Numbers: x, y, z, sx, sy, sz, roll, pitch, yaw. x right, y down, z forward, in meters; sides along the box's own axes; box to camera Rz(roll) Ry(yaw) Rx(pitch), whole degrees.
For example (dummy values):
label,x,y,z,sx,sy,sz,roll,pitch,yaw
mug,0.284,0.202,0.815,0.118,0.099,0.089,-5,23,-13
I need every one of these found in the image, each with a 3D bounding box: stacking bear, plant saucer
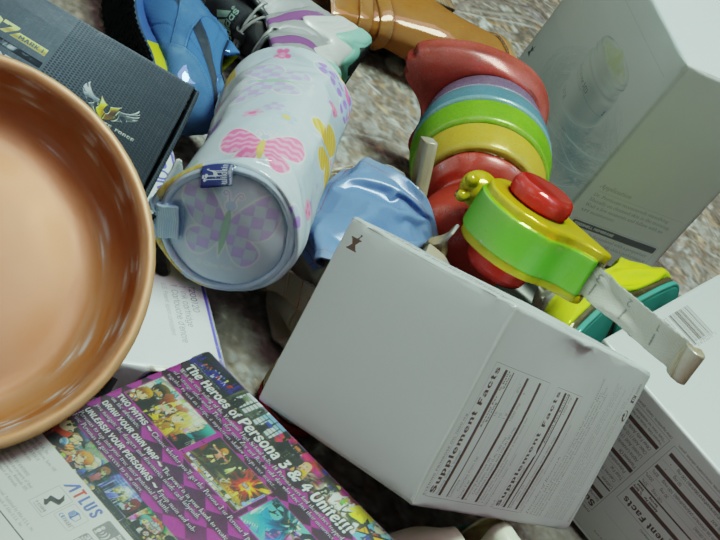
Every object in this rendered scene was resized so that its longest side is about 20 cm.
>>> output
label,x,y,z,sx,sy,sz,roll,pitch,yaw
stacking bear,0.081,-0.064,0.970,0.113,0.122,0.200,1,40,7
plant saucer,-0.198,-0.009,0.634,0.199,0.037,0.201,6,72,-20

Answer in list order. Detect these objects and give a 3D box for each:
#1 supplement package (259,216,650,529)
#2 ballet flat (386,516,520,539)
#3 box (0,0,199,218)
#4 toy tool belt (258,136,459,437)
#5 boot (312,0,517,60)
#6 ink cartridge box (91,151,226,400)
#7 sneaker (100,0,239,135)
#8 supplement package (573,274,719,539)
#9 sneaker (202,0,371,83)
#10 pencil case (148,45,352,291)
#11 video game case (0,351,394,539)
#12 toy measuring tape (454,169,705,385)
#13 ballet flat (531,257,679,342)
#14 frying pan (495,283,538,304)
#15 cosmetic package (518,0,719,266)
label,x,y,z,sx,sy,sz,roll,pitch,yaw
supplement package,0.058,0.063,0.741,0.114,0.110,0.200,30,3,34
ballet flat,0.050,0.167,0.730,0.199,0.070,0.067,2,48,-42
box,-0.202,-0.097,0.745,0.200,0.051,0.158,31,35,-11
toy tool belt,0.000,0.000,0.831,0.125,0.123,0.200,32,35,-9
boot,0.037,-0.200,1.149,0.154,0.074,0.200,8,32,-39
ink cartridge box,-0.186,-0.017,0.749,0.199,0.043,0.199,11,42,-31
sneaker,-0.135,-0.174,0.956,0.078,0.066,0.201,5,51,-30
supplement package,0.226,0.113,0.920,0.156,0.111,0.200,50,35,16
sneaker,-0.080,-0.167,1.006,0.140,0.078,0.200,34,25,-3
pencil case,-0.062,-0.067,0.821,0.090,0.083,0.200,-4,29,13
video game case,-0.080,0.138,0.615,0.181,0.036,0.200,-24,55,-41
toy measuring tape,0.119,-0.002,0.811,0.073,0.074,0.200,0,36,-43
ballet flat,0.162,0.028,0.966,0.067,0.067,0.200,32,27,26
frying pan,0.100,0.045,0.953,0.115,0.031,0.190,35,37,-3
cosmetic package,0.229,-0.143,1.142,0.123,0.200,0.200,18,38,-27
